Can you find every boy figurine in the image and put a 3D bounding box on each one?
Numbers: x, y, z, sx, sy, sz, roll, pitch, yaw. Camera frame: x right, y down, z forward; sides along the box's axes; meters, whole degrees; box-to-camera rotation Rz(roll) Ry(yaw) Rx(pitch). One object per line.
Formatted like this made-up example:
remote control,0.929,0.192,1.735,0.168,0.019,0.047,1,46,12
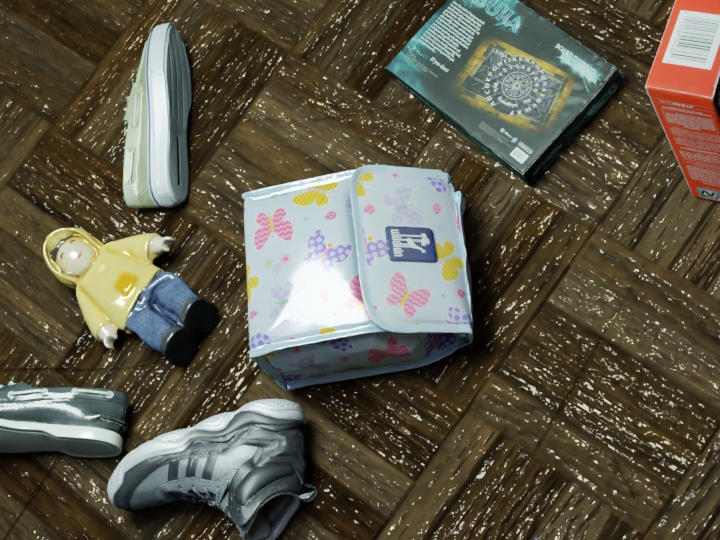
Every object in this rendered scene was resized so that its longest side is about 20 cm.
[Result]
boy figurine,-0.230,0.012,1.671,0.199,0.064,0.125,33,85,28

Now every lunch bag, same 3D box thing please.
lunch bag,0.000,0.000,1.544,0.198,0.127,0.171,-9,66,12

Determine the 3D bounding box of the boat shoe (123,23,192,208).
boat shoe,-0.213,-0.158,1.735,0.062,0.072,0.202,-8,67,17

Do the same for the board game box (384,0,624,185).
board game box,0.135,-0.187,1.624,0.135,0.028,0.200,-47,58,-2

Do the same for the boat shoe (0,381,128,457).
boat shoe,-0.320,0.139,1.640,0.198,0.076,0.061,7,63,4

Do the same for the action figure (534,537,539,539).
action figure,0.177,0.310,1.365,0.193,0.105,0.200,-35,31,-2

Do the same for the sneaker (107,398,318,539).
sneaker,-0.133,0.199,1.536,0.199,0.076,0.114,-23,58,9

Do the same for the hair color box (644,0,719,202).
hair color box,0.301,-0.143,1.433,0.061,0.200,0.102,14,73,27
